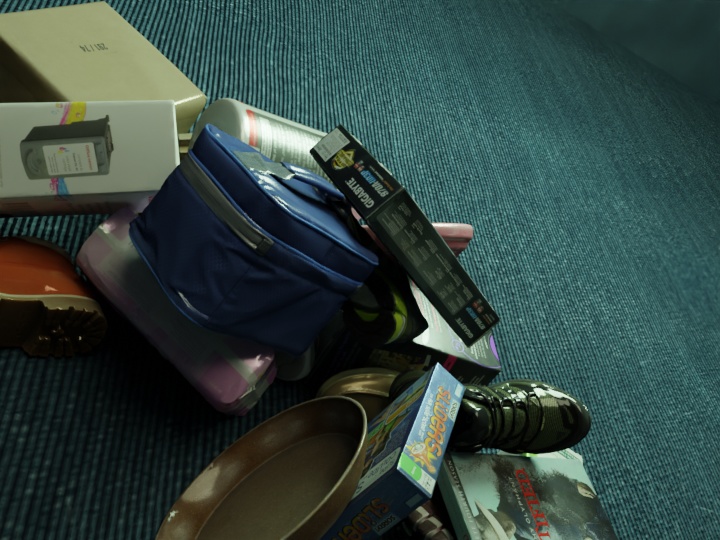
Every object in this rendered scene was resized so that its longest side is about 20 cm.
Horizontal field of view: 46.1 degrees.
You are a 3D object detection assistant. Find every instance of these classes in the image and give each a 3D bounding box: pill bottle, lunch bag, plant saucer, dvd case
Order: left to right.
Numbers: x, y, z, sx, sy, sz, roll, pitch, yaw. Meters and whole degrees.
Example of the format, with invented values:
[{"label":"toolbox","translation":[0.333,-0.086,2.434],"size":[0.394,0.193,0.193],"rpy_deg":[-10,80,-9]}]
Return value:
[{"label":"plant saucer","translation":[-0.072,0.176,0.660],"size":[0.035,0.198,0.201],"rpy_deg":[56,30,-15]},{"label":"lunch bag","translation":[-0.076,-0.026,0.720],"size":[0.136,0.133,0.199],"rpy_deg":[48,13,31]},{"label":"pill bottle","translation":[-0.087,-0.113,0.966],"size":[0.198,0.114,0.115],"rpy_deg":[13,39,-40]},{"label":"plant saucer","translation":[0.038,-0.027,1.034],"size":[0.199,0.199,0.052],"rpy_deg":[-2,90,-44]},{"label":"dvd case","translation":[0.166,0.241,0.794],"size":[0.198,0.022,0.147],"rpy_deg":[12,42,-33]}]

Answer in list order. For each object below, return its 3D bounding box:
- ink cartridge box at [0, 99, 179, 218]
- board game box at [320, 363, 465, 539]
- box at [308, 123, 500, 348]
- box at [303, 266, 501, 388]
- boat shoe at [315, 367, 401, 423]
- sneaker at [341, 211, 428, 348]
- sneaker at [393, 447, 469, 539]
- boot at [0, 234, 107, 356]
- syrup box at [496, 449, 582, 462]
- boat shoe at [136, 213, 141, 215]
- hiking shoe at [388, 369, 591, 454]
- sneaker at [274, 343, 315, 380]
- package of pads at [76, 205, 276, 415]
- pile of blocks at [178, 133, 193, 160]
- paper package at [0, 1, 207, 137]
[{"label":"ink cartridge box","translation":[-0.266,-0.097,0.764],"size":[0.197,0.147,0.087],"rpy_deg":[-5,89,-15]},{"label":"board game box","translation":[-0.002,0.178,0.695],"size":[0.034,0.200,0.136],"rpy_deg":[40,33,-5]},{"label":"box","translation":[0.043,-0.035,0.831],"size":[0.200,0.046,0.159],"rpy_deg":[49,3,-37]},{"label":"box","translation":[0.041,0.075,0.947],"size":[0.198,0.106,0.123],"rpy_deg":[20,37,-24]},{"label":"boat shoe","translation":[0.045,0.156,0.886],"size":[0.198,0.072,0.065],"rpy_deg":[18,36,-29]},{"label":"sneaker","translation":[0.000,0.000,0.859],"size":[0.081,0.074,0.201],"rpy_deg":[20,34,-50]},{"label":"sneaker","translation":[0.097,0.234,0.806],"size":[0.114,0.076,0.201],"rpy_deg":[-23,64,-28]},{"label":"boot","translation":[-0.323,0.012,0.720],"size":[0.198,0.075,0.108],"rpy_deg":[13,36,-46]},{"label":"syrup box","translation":[0.177,0.263,0.871],"size":[0.078,0.082,0.201],"rpy_deg":[32,32,-7]},{"label":"boat shoe","translation":[-0.166,-0.012,0.862],"size":[0.199,0.067,0.074],"rpy_deg":[35,74,19]},{"label":"hiking shoe","translation":[0.122,0.146,0.803],"size":[0.197,0.077,0.101],"rpy_deg":[5,10,5]},{"label":"sneaker","translation":[-0.087,0.026,0.917],"size":[0.082,0.074,0.202],"rpy_deg":[19,42,-54]},{"label":"package of pads","translation":[-0.164,0.043,0.776],"size":[0.200,0.121,0.076],"rpy_deg":[43,74,6]},{"label":"pile of blocks","translation":[-0.131,-0.108,1.031],"size":[0.198,0.082,0.063],"rpy_deg":[15,39,-32]},{"label":"paper package","translation":[-0.309,-0.201,0.957],"size":[0.190,0.104,0.200],"rpy_deg":[42,32,7]}]
